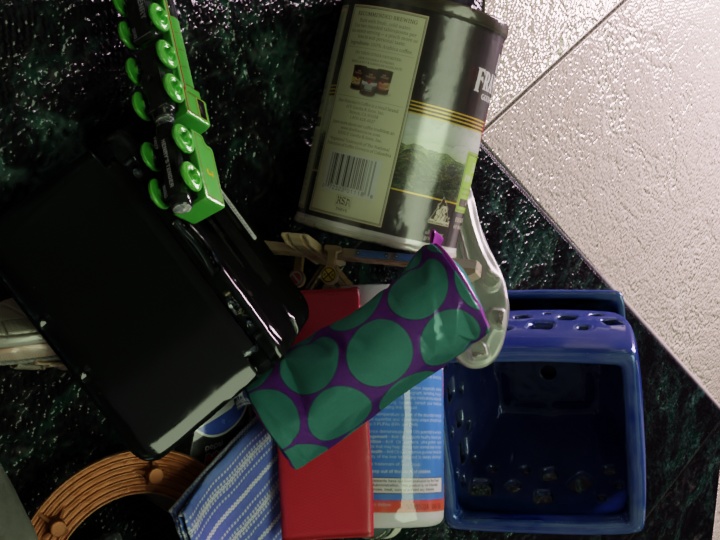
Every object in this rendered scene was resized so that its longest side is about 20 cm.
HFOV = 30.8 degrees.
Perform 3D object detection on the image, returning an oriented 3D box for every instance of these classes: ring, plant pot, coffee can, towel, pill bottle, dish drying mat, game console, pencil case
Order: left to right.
[{"bbox_3d":[-0.173,0.236,1.006,0.198,0.019,0.203,-7,104,-31],"label":"ring"},{"bbox_3d":[-0.150,0.005,0.961,0.201,0.116,0.176,54,17,-8],"label":"game console"},{"bbox_3d":[-0.078,0.232,1.047,0.145,0.024,0.202,-46,127,-50],"label":"towel"},{"bbox_3d":[-0.031,0.116,1.066,0.018,0.076,0.203,103,-16,-82],"label":"dish drying mat"},{"bbox_3d":[0.002,0.063,1.008,0.199,0.093,0.085,-34,152,4],"label":"pencil case"},{"bbox_3d":[0.018,0.116,1.127,0.112,0.111,0.203,7,81,-48],"label":"pill bottle"},{"bbox_3d":[0.034,-0.124,1.113,0.145,0.145,0.203,9,96,-48],"label":"coffee can"},{"bbox_3d":[0.178,0.127,1.291,0.180,0.197,0.202,-67,152,-64],"label":"plant pot"}]

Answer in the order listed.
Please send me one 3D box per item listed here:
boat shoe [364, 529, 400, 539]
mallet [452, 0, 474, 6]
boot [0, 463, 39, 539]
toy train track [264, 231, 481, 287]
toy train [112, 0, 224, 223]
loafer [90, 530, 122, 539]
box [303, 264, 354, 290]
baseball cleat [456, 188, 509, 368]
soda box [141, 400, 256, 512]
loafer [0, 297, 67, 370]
[{"bbox_3d":[0.019,0.151,1.201,0.061,0.072,0.203,4,99,-46],"label":"boat shoe"},{"bbox_3d":[0.046,-0.307,1.158,0.066,0.041,0.201,-49,128,-22],"label":"mallet"},{"bbox_3d":[-0.312,0.139,0.863,0.181,0.072,0.203,-25,115,-41],"label":"boot"},{"bbox_3d":[0.000,0.000,1.078,0.115,0.197,0.033,35,61,-71],"label":"toy train track"},{"bbox_3d":[-0.136,-0.126,0.934,0.056,0.041,0.202,27,43,-56],"label":"toy train"},{"bbox_3d":[-0.179,0.295,1.063,0.070,0.068,0.202,-32,122,-15],"label":"loafer"},{"bbox_3d":[-0.023,0.114,1.215,0.164,0.021,0.200,-57,136,-18],"label":"box"},{"bbox_3d":[0.090,-0.003,1.213,0.069,0.107,0.203,-6,77,-7],"label":"baseball cleat"},{"bbox_3d":[-0.123,0.095,1.065,0.063,0.070,0.203,6,97,-42],"label":"soda box"},{"bbox_3d":[-0.203,0.048,0.970,0.199,0.071,0.064,-19,122,-46],"label":"loafer"}]
